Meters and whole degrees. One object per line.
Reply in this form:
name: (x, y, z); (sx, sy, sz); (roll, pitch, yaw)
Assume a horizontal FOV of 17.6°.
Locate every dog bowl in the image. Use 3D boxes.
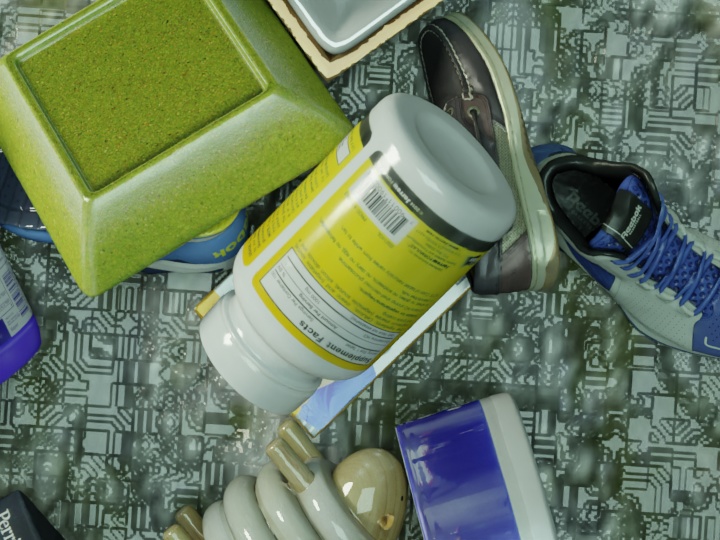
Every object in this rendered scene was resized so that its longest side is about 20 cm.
dog bowl: (0.084, 0.183, 1.469); (0.078, 0.200, 0.202); (-15, 90, 0)

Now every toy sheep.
toy sheep: (-0.050, 0.186, 1.503); (0.200, 0.138, 0.138); (-40, 91, 13)

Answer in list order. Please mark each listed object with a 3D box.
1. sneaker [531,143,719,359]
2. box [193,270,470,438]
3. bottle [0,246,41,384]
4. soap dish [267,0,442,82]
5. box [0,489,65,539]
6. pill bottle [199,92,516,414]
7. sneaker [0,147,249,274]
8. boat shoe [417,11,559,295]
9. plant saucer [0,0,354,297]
sneaker: (0.183, -0.012, 1.516); (0.199, 0.115, 0.081); (35, 89, -1)
box: (0.000, 0.000, 1.548); (0.200, 0.041, 0.119); (-44, 91, 0)
bottle: (-0.277, -0.019, 1.491); (0.065, 0.084, 0.201); (-8, 115, 37)
soap dish: (-0.017, -0.248, 1.528); (0.157, 0.081, 0.201); (-36, 91, -2)
box: (-0.248, 0.280, 1.459); (0.199, 0.118, 0.197); (-29, 60, -3)
pill bottle: (-0.006, -0.006, 1.451); (0.112, 0.112, 0.200); (45, 113, -1)
sneaker: (-0.163, -0.037, 1.523); (0.199, 0.082, 0.074); (12, 68, 20)
boat shoe: (0.071, -0.076, 1.510); (0.064, 0.072, 0.201); (-11, 71, -20)
plant saucer: (-0.135, -0.112, 1.483); (0.199, 0.048, 0.200); (-31, 56, -5)
